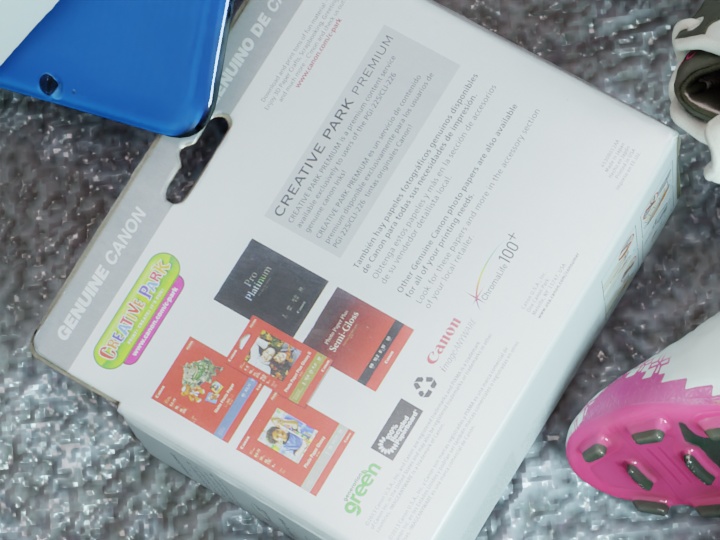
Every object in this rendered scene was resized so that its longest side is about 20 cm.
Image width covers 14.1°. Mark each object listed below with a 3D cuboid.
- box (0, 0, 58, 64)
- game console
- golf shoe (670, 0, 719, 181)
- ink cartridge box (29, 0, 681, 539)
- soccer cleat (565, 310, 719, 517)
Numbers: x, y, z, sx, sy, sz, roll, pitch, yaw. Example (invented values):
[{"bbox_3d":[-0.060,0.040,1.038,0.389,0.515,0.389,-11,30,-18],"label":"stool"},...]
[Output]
[{"bbox_3d":[-0.228,-0.124,1.077,0.200,0.199,0.131,-43,71,36],"label":"box"},{"bbox_3d":[-0.092,-0.160,1.164,0.200,0.118,0.171,18,43,36],"label":"game console"},{"bbox_3d":[0.152,-0.093,1.081,0.088,0.200,0.077,-9,119,-4],"label":"golf shoe"},{"bbox_3d":[0.000,0.000,1.122,0.175,0.084,0.200,30,80,14],"label":"ink cartridge box"},{"bbox_3d":[0.164,0.031,1.082,0.200,0.070,0.086,-22,41,39],"label":"soccer cleat"}]
